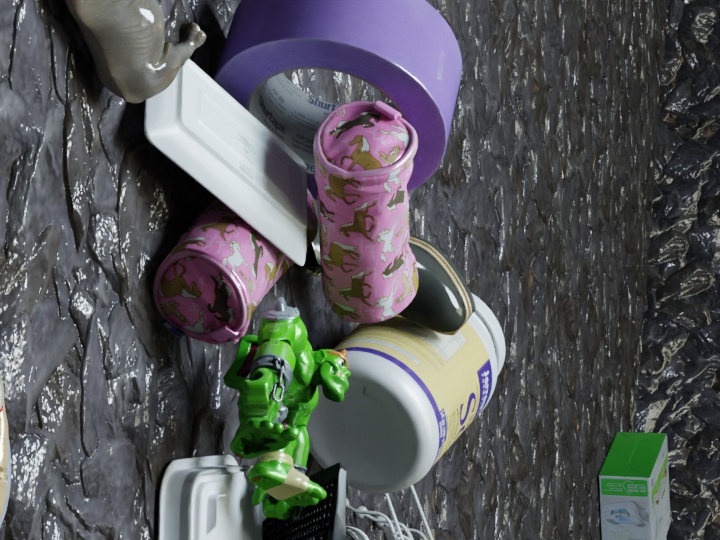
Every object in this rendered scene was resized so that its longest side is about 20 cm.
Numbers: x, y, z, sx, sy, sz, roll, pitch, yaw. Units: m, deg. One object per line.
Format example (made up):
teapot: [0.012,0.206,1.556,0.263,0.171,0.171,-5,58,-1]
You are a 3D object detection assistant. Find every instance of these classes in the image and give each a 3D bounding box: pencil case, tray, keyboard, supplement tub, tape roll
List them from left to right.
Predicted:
tray: [-0.097,-0.095,1.474,0.200,0.022,0.108,40,37,-42]
pencil case: [-0.097,-0.014,1.521,0.200,0.083,0.087,-57,167,-60]
keyboard: [-0.060,0.226,1.591,0.200,0.039,0.104,139,-47,-65]
tape roll: [-0.020,-0.150,1.560,0.200,0.199,0.085,69,28,-48]
pencil case: [0.006,-0.046,1.536,0.200,0.082,0.087,87,1,-52]
supplement tub: [0.044,0.108,1.807,0.200,0.145,0.146,-41,130,-52]

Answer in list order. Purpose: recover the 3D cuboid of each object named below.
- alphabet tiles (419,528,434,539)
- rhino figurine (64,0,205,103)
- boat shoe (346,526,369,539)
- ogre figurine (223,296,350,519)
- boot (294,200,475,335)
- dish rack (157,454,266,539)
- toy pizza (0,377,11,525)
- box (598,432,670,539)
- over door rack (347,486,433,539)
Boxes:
alphabet tiles: [0.073,0.409,2.179,0.167,0.008,0.201,-28,116,-70]
rhino figurine: [-0.174,-0.199,1.308,0.088,0.060,0.200,-65,148,-31]
boat shoe: [-0.032,0.332,1.752,0.060,0.074,0.201,59,44,-67]
ogre figurine: [-0.064,0.106,1.502,0.200,0.098,0.120,54,37,-48]
boot: [0.000,0.000,1.706,0.078,0.200,0.138,-56,170,24]
dish rack: [-0.115,0.253,1.533,0.172,0.043,0.201,10,80,-71]
toy pizza: [-0.246,0.063,1.021,0.200,0.032,0.200,53,23,-34]
box: [0.486,0.403,3.312,0.200,0.096,0.177,-48,136,-64]
over door rack: [0.023,0.217,1.941,0.148,0.066,0.201,41,38,-67]
